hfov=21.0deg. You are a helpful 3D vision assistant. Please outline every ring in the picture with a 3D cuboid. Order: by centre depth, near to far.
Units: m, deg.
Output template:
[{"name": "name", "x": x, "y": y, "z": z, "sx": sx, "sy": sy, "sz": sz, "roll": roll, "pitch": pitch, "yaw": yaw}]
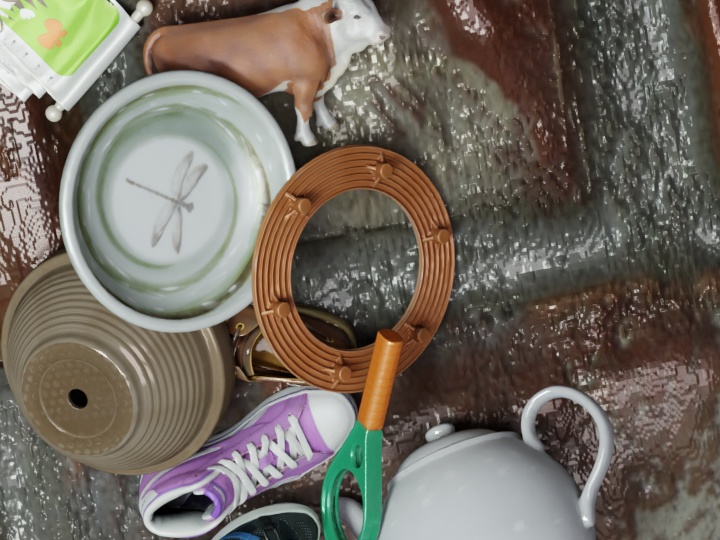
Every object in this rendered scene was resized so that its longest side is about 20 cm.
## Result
[{"name": "ring", "x": 0.000, "y": 0.000, "z": 1.568, "sx": 0.199, "sy": 0.019, "sz": 0.203, "roll": -7, "pitch": 102, "yaw": -35}]

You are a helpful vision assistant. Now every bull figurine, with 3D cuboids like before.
[{"name": "bull figurine", "x": -0.071, "y": -0.160, "z": 1.548, "sx": 0.198, "sy": 0.065, "sz": 0.123, "roll": -6, "pitch": 112, "yaw": 3}]

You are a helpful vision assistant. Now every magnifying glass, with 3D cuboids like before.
[{"name": "magnifying glass", "x": 0.004, "y": 0.143, "z": 1.580, "sx": 0.022, "sy": 0.080, "sz": 0.202, "roll": -1, "pitch": 115, "yaw": -27}]

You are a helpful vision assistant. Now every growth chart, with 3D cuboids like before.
[{"name": "growth chart", "x": -0.278, "y": -0.217, "z": 1.547, "sx": 0.199, "sy": 0.018, "sz": 0.145, "roll": 32, "pitch": 100, "yaw": -12}]

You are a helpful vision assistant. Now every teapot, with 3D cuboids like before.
[{"name": "teapot", "x": 0.095, "y": 0.194, "z": 1.612, "sx": 0.198, "sy": 0.198, "sz": 0.147, "roll": -12, "pitch": 69, "yaw": -21}]

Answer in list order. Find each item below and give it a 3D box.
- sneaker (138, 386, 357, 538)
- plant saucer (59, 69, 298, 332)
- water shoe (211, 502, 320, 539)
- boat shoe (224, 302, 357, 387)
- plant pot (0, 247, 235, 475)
[{"name": "sneaker", "x": -0.090, "y": 0.167, "z": 1.611, "sx": 0.199, "sy": 0.114, "sz": 0.073, "roll": -27, "pitch": 104, "yaw": 3}, {"name": "plant saucer", "x": -0.146, "y": -0.055, "z": 1.508, "sx": 0.198, "sy": 0.050, "sz": 0.203, "roll": -5, "pitch": 99, "yaw": -29}, {"name": "water shoe", "x": -0.105, "y": 0.256, "z": 1.565, "sx": 0.199, "sy": 0.079, "sz": 0.072, "roll": -25, "pitch": 115, "yaw": -26}, {"name": "boat shoe", "x": -0.098, "y": 0.053, "z": 1.603, "sx": 0.198, "sy": 0.068, "sz": 0.073, "roll": 12, "pitch": 104, "yaw": -6}, {"name": "plant pot", "x": -0.208, "y": 0.084, "z": 1.560, "sx": 0.199, "sy": 0.093, "sz": 0.203, "roll": 6, "pitch": 112, "yaw": 15}]
